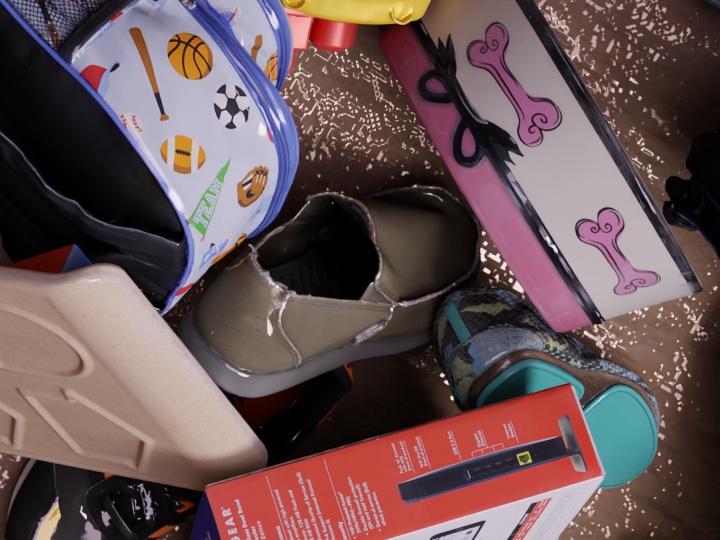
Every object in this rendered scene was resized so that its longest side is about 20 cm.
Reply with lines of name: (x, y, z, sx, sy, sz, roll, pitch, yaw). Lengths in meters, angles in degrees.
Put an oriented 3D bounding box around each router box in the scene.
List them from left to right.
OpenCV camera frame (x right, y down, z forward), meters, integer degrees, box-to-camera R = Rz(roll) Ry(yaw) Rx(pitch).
router box: (0.008, 0.129, 1.199, 0.179, 0.200, 0.049, -15, 72, -14)

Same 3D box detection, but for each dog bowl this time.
dog bowl: (0.081, -0.058, 1.179, 0.074, 0.200, 0.200, -30, 111, 6)

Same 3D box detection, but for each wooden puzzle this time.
wooden puzzle: (-0.158, 0.033, 1.114, 0.185, 0.199, 0.046, 56, 44, -51)

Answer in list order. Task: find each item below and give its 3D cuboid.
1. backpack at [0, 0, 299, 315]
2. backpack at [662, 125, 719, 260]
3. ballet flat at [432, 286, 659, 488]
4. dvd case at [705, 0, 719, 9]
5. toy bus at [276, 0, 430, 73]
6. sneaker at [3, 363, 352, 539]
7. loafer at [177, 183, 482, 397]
backpack: (-0.117, -0.077, 1.097, 0.154, 0.200, 0.191, -36, 85, -23)
backpack: (0.254, 0.001, 1.162, 0.135, 0.200, 0.183, -43, 109, 9)
ballet flat: (0.094, 0.054, 1.260, 0.074, 0.074, 0.200, -51, 148, 0)
dvd case: (0.274, -0.199, 1.290, 0.146, 0.022, 0.200, 30, 93, -21)
toy bus: (-0.009, -0.173, 1.120, 0.135, 0.200, 0.193, 7, 109, -18)
sneaker: (-0.089, 0.088, 1.212, 0.200, 0.090, 0.070, -38, 111, -5)
loafer: (0.000, 0.000, 1.181, 0.075, 0.200, 0.070, 44, 129, 15)
